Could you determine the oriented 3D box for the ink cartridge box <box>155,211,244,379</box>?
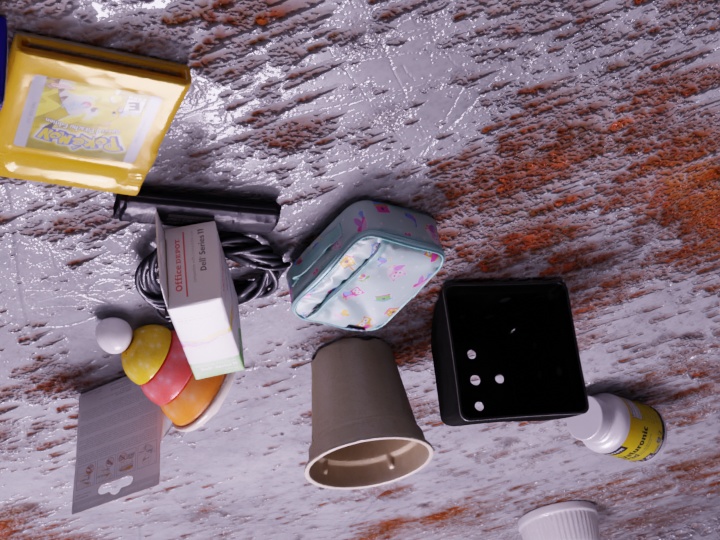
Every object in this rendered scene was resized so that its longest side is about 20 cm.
[{"bbox_3d":[-0.189,0.026,1.274,0.066,0.118,0.201,-10,144,-1],"label":"ink cartridge box"}]

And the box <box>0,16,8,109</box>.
[{"bbox_3d":[-0.445,-0.162,0.969,0.198,0.106,0.184,12,143,-34],"label":"box"}]

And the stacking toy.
[{"bbox_3d":[-0.285,0.122,1.506,0.199,0.147,0.146,36,129,-27],"label":"stacking toy"}]

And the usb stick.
[{"bbox_3d":[-0.191,-0.070,1.272,0.198,0.033,0.055,4,153,-23],"label":"usb stick"}]

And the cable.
[{"bbox_3d":[-0.189,0.000,1.384,0.197,0.051,0.164,-11,142,-3],"label":"cable"}]

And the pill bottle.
[{"bbox_3d":[0.476,0.291,2.004,0.199,0.112,0.111,19,139,-39],"label":"pill bottle"}]

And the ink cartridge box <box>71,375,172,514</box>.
[{"bbox_3d":[-0.350,0.254,1.592,0.161,0.202,0.057,-21,146,19],"label":"ink cartridge box"}]

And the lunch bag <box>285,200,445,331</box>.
[{"bbox_3d":[0.000,0.000,1.392,0.159,0.078,0.200,12,137,-36],"label":"lunch bag"}]

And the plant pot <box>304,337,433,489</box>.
[{"bbox_3d":[0.001,0.214,1.653,0.198,0.185,0.201,-7,149,-4],"label":"plant pot"}]

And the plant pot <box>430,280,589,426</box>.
[{"bbox_3d":[0.202,0.141,1.607,0.197,0.202,0.178,-2,160,-15],"label":"plant pot"}]

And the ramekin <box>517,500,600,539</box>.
[{"bbox_3d":[0.487,0.644,2.597,0.197,0.106,0.201,-8,150,-5],"label":"ramekin"}]

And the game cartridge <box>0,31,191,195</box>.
[{"bbox_3d":[-0.287,-0.153,1.106,0.174,0.033,0.200,7,144,-26],"label":"game cartridge"}]
